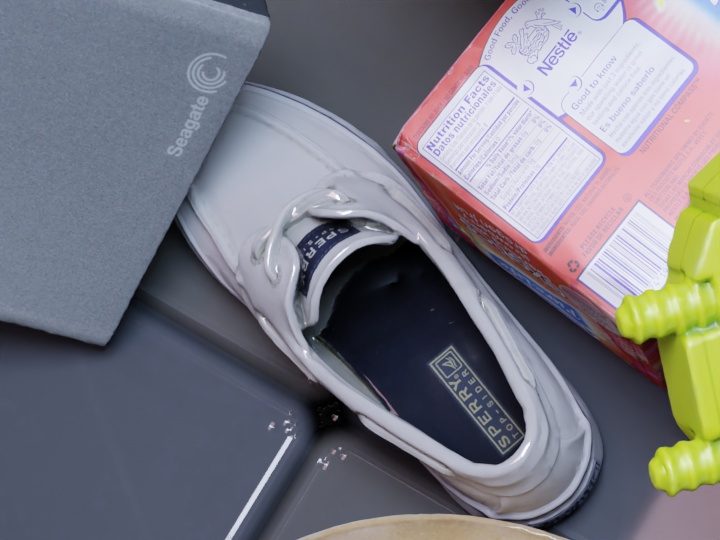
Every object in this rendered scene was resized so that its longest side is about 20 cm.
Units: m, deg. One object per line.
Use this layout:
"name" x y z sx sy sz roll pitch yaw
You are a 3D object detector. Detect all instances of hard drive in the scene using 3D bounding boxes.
"hard drive" -0.146 -0.058 0.934 0.140 0.199 0.033 -60 27 31

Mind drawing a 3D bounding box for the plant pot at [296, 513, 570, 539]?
"plant pot" 0.030 0.160 0.865 0.199 0.028 0.201 5 50 -6

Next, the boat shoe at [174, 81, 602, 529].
"boat shoe" 0.000 0.000 0.952 0.200 0.065 0.074 40 88 26

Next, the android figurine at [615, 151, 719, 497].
"android figurine" 0.170 0.011 0.854 0.199 0.041 0.183 -13 101 -11

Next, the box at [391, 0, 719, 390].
"box" 0.114 -0.075 0.919 0.100 0.095 0.200 38 87 17
